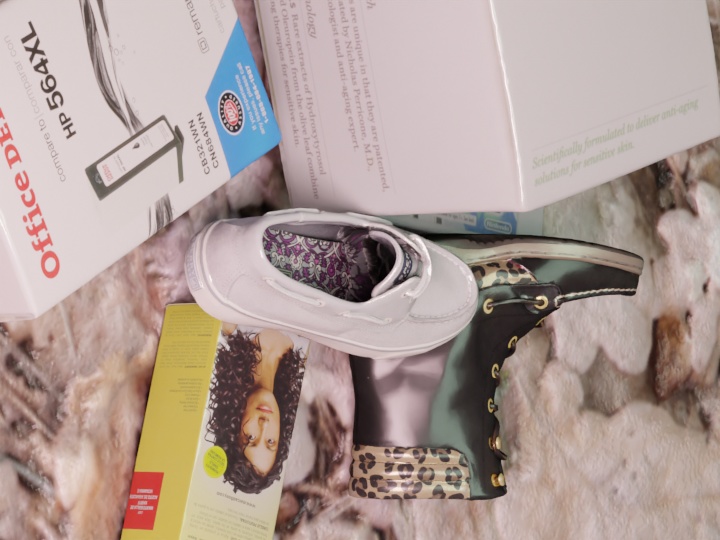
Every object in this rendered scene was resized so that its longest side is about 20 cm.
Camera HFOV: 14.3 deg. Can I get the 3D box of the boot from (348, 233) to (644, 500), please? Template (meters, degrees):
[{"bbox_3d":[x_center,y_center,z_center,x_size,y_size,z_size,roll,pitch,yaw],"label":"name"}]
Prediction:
[{"bbox_3d":[0.073,0.055,1.667,0.199,0.073,0.152,0,92,-30],"label":"boot"}]

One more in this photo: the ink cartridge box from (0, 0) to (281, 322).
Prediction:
[{"bbox_3d":[-0.148,-0.082,1.433,0.200,0.084,0.147,-40,118,-42],"label":"ink cartridge box"}]

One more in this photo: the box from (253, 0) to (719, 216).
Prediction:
[{"bbox_3d":[0.068,-0.146,1.580,0.198,0.171,0.201,-21,104,-47],"label":"box"}]

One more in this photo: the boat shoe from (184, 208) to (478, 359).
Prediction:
[{"bbox_3d":[0.000,0.000,1.537,0.199,0.068,0.073,16,68,-40],"label":"boat shoe"}]

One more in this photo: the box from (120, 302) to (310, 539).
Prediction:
[{"bbox_3d":[-0.083,0.123,1.528,0.075,0.050,0.201,22,73,-45],"label":"box"}]

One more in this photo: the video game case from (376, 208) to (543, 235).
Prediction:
[{"bbox_3d":[0.046,-0.111,1.700,0.199,0.022,0.184,12,80,-47],"label":"video game case"}]
